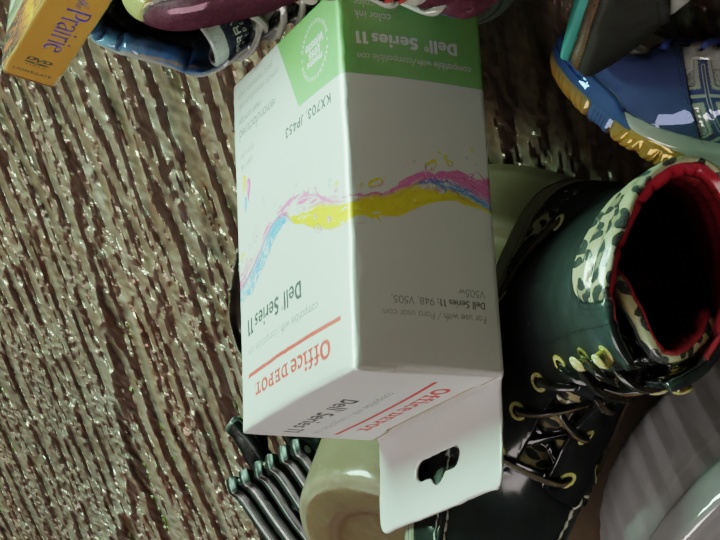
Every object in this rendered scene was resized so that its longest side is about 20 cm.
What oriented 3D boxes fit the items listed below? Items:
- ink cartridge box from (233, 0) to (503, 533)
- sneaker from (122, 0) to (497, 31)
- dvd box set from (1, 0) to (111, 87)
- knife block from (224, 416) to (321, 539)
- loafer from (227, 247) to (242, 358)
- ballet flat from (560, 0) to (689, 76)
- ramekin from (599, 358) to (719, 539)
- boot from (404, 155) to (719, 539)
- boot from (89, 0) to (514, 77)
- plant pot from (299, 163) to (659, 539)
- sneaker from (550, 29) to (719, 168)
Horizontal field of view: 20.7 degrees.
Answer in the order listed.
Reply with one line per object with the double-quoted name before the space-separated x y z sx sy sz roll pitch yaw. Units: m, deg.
"ink cartridge box" 0.000 0.000 0.807 0.067 0.200 0.117 5 161 -25
"sneaker" 0.008 -0.122 0.743 0.075 0.200 0.090 52 164 45
"dvd box set" -0.101 -0.185 0.819 0.029 0.147 0.200 14 153 -22
"knife block" 0.021 0.135 1.027 0.200 0.176 0.064 27 137 -34
"loafer" -0.040 0.002 1.028 0.073 0.071 0.200 32 145 11
"ballet flat" 0.119 -0.148 0.709 0.068 0.068 0.200 14 133 10
"ramekin" 0.195 0.113 0.844 0.094 0.202 0.203 -112 1 -54
"boot" 0.081 0.051 0.774 0.073 0.204 0.154 20 171 -9
"boot" -0.031 -0.118 0.864 0.200 0.096 0.074 8 135 37
"plant pot" 0.064 0.080 0.932 0.200 0.175 0.200 25 144 19
"sneaker" 0.169 -0.070 0.773 0.200 0.075 0.088 30 116 27
